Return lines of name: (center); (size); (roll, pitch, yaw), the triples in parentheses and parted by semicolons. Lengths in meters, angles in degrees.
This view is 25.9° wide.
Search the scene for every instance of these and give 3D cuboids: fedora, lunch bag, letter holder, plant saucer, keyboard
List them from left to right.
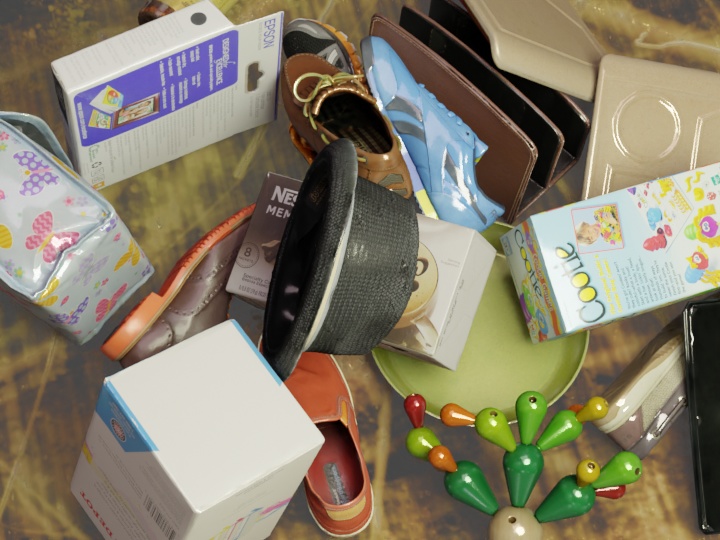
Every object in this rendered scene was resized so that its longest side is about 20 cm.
lunch bag: (-0.289, -0.053, 1.334); (0.200, 0.170, 0.127); (38, 80, 15)
fedora: (-0.009, 0.000, 1.238); (0.091, 0.201, 0.201); (14, 64, -13)
plant saucer: (0.103, 0.049, 1.396); (0.199, 0.031, 0.200); (1, 64, -3)
letter holder: (0.107, -0.167, 1.435); (0.200, 0.142, 0.101); (42, 68, 15)
keyboard: (0.322, 0.121, 1.347); (0.104, 0.040, 0.201); (-5, 94, -17)

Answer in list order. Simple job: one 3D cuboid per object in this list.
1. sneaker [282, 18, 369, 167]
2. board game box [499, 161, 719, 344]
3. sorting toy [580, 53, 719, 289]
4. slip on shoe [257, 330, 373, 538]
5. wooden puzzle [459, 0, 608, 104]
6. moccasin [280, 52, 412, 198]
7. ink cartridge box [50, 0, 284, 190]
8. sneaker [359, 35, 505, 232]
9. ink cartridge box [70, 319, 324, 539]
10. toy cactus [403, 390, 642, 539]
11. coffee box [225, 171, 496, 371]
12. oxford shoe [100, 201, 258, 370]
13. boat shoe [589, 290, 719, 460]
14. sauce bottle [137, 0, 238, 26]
sneaker: (-0.033, -0.147, 1.446); (0.077, 0.078, 0.200); (-14, 66, -26)
board game box: (0.238, -0.016, 1.349); (0.200, 0.103, 0.105); (-16, 85, -12)
sorting toy: (0.293, -0.088, 1.438); (0.185, 0.036, 0.201); (8, 84, -10)
slip on shoe: (-0.037, 0.127, 1.334); (0.074, 0.061, 0.200); (-15, 65, -9)
wooden puzzle: (0.151, -0.238, 1.467); (0.185, 0.037, 0.200); (13, 42, -39)
moccasin: (-0.018, -0.133, 1.342); (0.073, 0.078, 0.202); (-14, 42, -11)
ink cartridge box: (-0.167, -0.157, 1.384); (0.200, 0.198, 0.043); (-22, 71, -14)
sneaker: (0.064, -0.124, 1.394); (0.078, 0.066, 0.200); (-25, 88, 8)
ink cartridge box: (-0.137, 0.160, 1.248); (0.125, 0.200, 0.129); (-27, 69, -33)
toy cactus: (0.129, 0.179, 1.302); (0.199, 0.102, 0.166); (5, 95, 7)
coffee box: (0.000, 0.000, 1.344); (0.200, 0.080, 0.113); (17, 83, 21)
oxford shoe: (-0.139, 0.021, 1.383); (0.073, 0.071, 0.200); (44, 72, -7)
boat shoe: (0.282, 0.088, 1.372); (0.200, 0.072, 0.065); (-40, 94, -28)
sauce bottle: (-0.133, -0.293, 1.525); (0.066, 0.066, 0.200); (33, 65, 11)
